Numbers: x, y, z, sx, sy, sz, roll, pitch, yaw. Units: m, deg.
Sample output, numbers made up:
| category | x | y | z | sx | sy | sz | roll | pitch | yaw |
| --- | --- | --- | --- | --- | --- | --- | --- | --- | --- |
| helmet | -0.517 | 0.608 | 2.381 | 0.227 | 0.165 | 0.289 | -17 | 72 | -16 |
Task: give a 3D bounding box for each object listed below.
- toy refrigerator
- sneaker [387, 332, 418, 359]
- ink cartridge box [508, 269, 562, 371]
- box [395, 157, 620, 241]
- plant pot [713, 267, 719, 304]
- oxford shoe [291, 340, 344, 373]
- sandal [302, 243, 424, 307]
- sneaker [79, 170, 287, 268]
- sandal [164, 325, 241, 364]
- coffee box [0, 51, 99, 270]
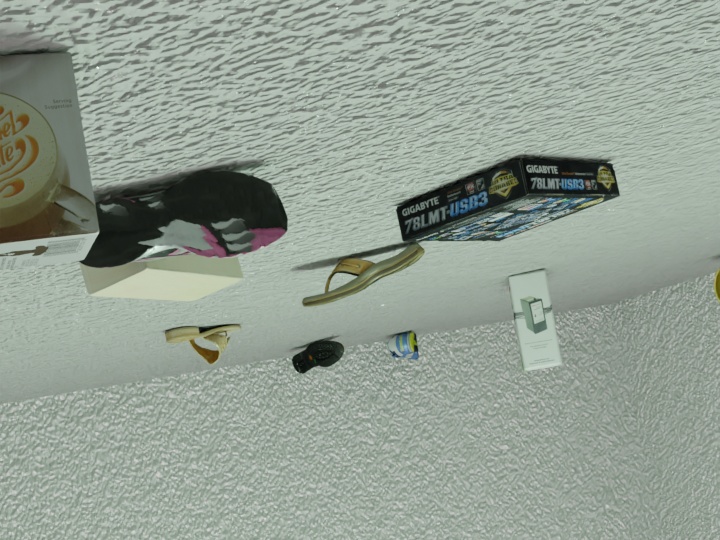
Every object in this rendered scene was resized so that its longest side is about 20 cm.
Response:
| category | x | y | z | sx | sy | sz | roll | pitch | yaw |
| --- | --- | --- | --- | --- | --- | --- | --- | --- | --- |
| toy refrigerator | -0.210 | -0.015 | 1.191 | 0.075 | 0.071 | 0.200 | -22 | 169 | 20 |
| sneaker | 0.128 | 0.223 | 3.299 | 0.081 | 0.075 | 0.200 | -11 | 165 | 7 |
| ink cartridge box | 0.375 | 0.110 | 2.416 | 0.083 | 0.203 | 0.146 | -10 | 172 | 6 |
| box | 0.179 | -0.082 | 1.355 | 0.197 | 0.050 | 0.199 | -5 | 169 | -46 |
| plant pot | 1.040 | 0.021 | 2.909 | 0.199 | 0.201 | 0.142 | -20 | -166 | 47 |
| oxford shoe | -0.098 | 0.215 | 2.966 | 0.084 | 0.073 | 0.199 | -27 | -175 | -39 |
| sandal | 0.000 | 0.000 | 1.672 | 0.198 | 0.054 | 0.080 | -27 | 176 | 4 |
| sneaker | -0.167 | -0.050 | 1.047 | 0.197 | 0.081 | 0.086 | -4 | -176 | -1 |
| sandal | -0.299 | 0.147 | 2.151 | 0.077 | 0.070 | 0.211 | -16 | 171 | 26 |
| coffee box | -0.265 | -0.056 | 0.659 | 0.198 | 0.116 | 0.080 | -7 | 171 | -22 |
